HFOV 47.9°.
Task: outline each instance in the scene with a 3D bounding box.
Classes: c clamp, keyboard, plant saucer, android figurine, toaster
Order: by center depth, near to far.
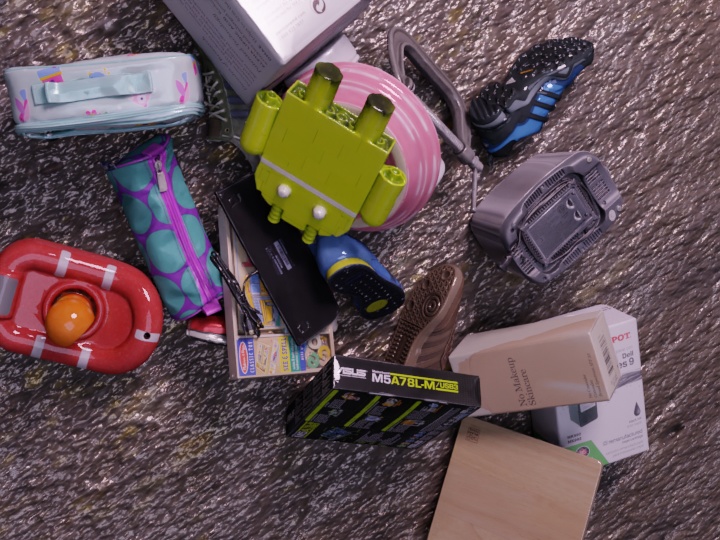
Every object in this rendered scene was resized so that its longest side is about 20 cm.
[{"bbox_3d":[-0.042,-0.113,0.855,0.180,0.041,0.201,32,129,-1],"label":"android figurine"},{"bbox_3d":[-0.012,-0.124,0.892,0.197,0.051,0.204,13,129,16],"label":"plant saucer"},{"bbox_3d":[-0.111,-0.004,0.929,0.126,0.020,0.203,-33,98,-34],"label":"keyboard"},{"bbox_3d":[0.092,-0.194,0.973,0.027,0.173,0.200,-23,130,33],"label":"c clamp"},{"bbox_3d":[0.229,-0.067,1.050,0.200,0.129,0.114,-43,109,-6],"label":"toaster"}]

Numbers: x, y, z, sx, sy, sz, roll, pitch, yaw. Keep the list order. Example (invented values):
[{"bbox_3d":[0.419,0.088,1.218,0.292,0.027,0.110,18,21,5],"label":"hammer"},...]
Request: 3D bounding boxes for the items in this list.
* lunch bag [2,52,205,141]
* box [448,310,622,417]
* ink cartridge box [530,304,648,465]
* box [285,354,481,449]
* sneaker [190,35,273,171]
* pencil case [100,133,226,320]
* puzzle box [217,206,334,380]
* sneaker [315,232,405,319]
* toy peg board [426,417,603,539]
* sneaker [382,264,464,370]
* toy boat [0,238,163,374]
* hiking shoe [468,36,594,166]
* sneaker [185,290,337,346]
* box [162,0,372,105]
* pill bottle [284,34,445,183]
[{"bbox_3d":[-0.265,-0.182,0.850,0.196,0.161,0.079,-9,105,-6],"label":"lunch bag"},{"bbox_3d":[0.224,0.123,1.048,0.078,0.197,0.097,-34,105,-55],"label":"box"},{"bbox_3d":[0.317,0.168,1.147,0.143,0.084,0.204,-14,104,-14],"label":"ink cartridge box"},{"bbox_3d":[0.023,0.170,1.005,0.189,0.200,0.048,11,60,-17],"label":"box"},{"bbox_3d":[-0.147,-0.189,0.940,0.090,0.067,0.201,-42,113,-11],"label":"sneaker"},{"bbox_3d":[-0.219,-0.047,0.934,0.084,0.092,0.203,-30,110,-27],"label":"pencil case"},{"bbox_3d":[-0.099,0.023,0.959,0.131,0.025,0.205,-1,80,-32],"label":"puzzle box"},{"bbox_3d":[0.000,0.000,0.997,0.065,0.079,0.200,-30,152,10],"label":"sneaker"},{"bbox_3d":[0.216,0.329,1.112,0.098,0.197,0.203,29,78,-62],"label":"toy peg board"},{"bbox_3d":[0.091,0.089,1.081,0.075,0.070,0.202,24,98,-36],"label":"sneaker"},{"bbox_3d":[-0.318,0.049,0.901,0.196,0.131,0.133,16,96,-19],"label":"toy boat"},{"bbox_3d":[0.226,-0.229,1.060,0.198,0.074,0.087,-35,133,-9],"label":"hiking shoe"},{"bbox_3d":[-0.123,0.048,1.001,0.196,0.077,0.087,-6,92,-26],"label":"sneaker"},{"bbox_3d":[-0.098,-0.326,0.857,0.199,0.130,0.201,-45,101,-23],"label":"box"},{"bbox_3d":[0.002,-0.169,0.965,0.119,0.120,0.201,-39,109,-6],"label":"pill bottle"}]
